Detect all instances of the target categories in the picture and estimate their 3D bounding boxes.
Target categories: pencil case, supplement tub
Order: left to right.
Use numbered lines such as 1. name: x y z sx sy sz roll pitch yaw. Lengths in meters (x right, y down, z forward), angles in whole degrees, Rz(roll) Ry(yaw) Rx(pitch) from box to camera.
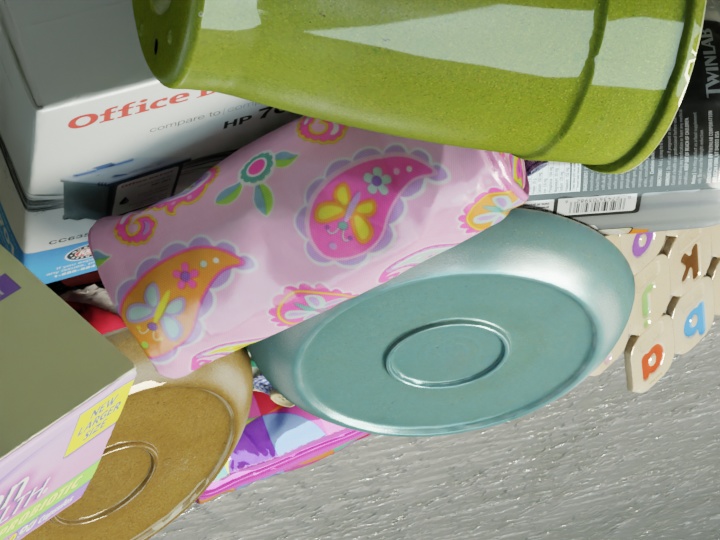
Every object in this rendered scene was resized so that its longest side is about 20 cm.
1. pencil case: -0.034 0.084 1.765 0.200 0.089 0.088 -20 161 2
2. pencil case: -0.021 -0.028 1.229 0.200 0.088 0.087 -28 160 12
3. supplement tub: 0.084 -0.075 1.365 0.199 0.123 0.123 -4 159 -5

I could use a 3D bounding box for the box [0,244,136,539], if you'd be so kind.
1. box: -0.234 0.047 1.188 0.176 0.200 0.097 -35 159 -45

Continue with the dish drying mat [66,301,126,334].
1. dish drying mat: -0.169 0.043 1.568 0.077 0.018 0.200 -19 170 5

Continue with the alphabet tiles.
1. alphabet tiles: 0.187 -0.028 1.608 0.200 0.015 0.196 -41 141 -28

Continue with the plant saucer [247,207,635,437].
1. plant saucer: 0.043 0.034 1.388 0.200 0.027 0.200 -6 148 -3

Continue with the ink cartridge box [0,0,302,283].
1. ink cartridge box: -0.097 -0.082 1.255 0.146 0.086 0.200 -16 162 -14

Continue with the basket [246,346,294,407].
1. basket: 0.000 0.000 1.486 0.199 0.139 0.176 -6 158 -12

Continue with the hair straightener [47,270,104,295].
1. hair straightener: -0.140 0.001 1.436 0.077 0.041 0.200 4 166 -41

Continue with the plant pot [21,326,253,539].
1. plant pot: -0.137 0.102 1.409 0.200 0.028 0.200 -27 151 -17

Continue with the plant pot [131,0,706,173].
1. plant pot: 0.011 -0.137 1.091 0.192 0.201 0.200 -1 156 -16
